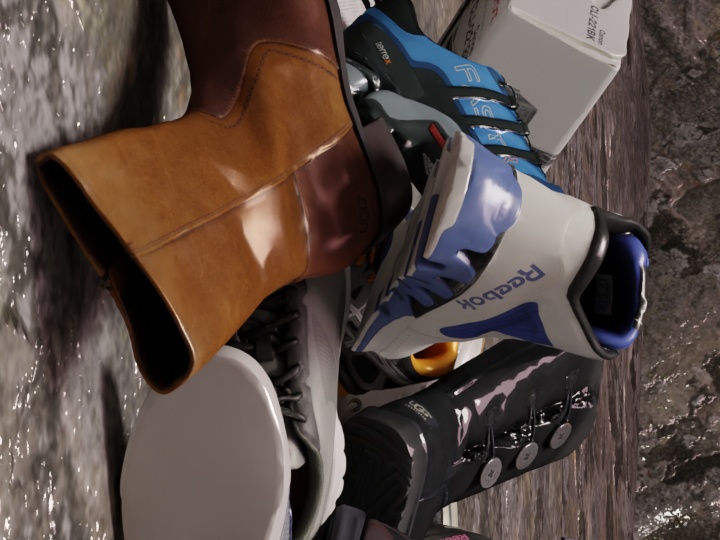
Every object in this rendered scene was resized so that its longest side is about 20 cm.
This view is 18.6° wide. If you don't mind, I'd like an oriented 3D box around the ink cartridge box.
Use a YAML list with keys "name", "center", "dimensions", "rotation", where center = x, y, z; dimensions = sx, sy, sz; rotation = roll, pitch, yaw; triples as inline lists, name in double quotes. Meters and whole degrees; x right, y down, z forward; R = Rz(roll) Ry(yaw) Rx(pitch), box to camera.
- name: "ink cartridge box"
  center: [0.090, -0.116, 1.422]
  dimensions: [0.200, 0.084, 0.144]
  rotation: [-55, -168, 36]

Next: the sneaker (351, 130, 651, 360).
- name: "sneaker"
  center: [0.068, 0.009, 1.015]
  dimensions: [0.199, 0.115, 0.081]
  rotation: [129, -19, -72]

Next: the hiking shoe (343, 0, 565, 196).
- name: "hiking shoe"
  center: [0.065, -0.059, 1.100]
  dimensions: [0.087, 0.200, 0.074]
  rotation: [-55, -169, -29]

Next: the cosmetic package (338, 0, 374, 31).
- name: "cosmetic package"
  center: [-0.008, -0.123, 1.224]
  dimensions: [0.200, 0.051, 0.083]
  rotation: [-33, 103, -76]

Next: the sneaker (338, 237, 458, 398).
- name: "sneaker"
  center: [0.000, 0.000, 1.148]
  dimensions: [0.200, 0.077, 0.078]
  rotation: [66, 27, -57]

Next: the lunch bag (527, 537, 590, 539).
- name: "lunch bag"
  center: [0.114, 0.270, 1.442]
  dimensions: [0.200, 0.167, 0.140]
  rotation: [-93, 169, -65]

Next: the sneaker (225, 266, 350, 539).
- name: "sneaker"
  center: [-0.039, 0.045, 1.023]
  dimensions: [0.079, 0.074, 0.201]
  rotation: [-90, 176, -72]

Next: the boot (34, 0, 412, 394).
- name: "boot"
  center: [-0.077, -0.064, 0.914]
  dimensions: [0.200, 0.068, 0.189]
  rotation: [-33, 102, -55]

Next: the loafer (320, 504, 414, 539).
- name: "loafer"
  center: [-0.004, 0.194, 0.994]
  dimensions: [0.072, 0.063, 0.200]
  rotation: [112, -5, -47]

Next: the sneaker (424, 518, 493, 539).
- name: "sneaker"
  center: [0.026, 0.224, 1.248]
  dimensions: [0.079, 0.095, 0.200]
  rotation: [77, 33, -54]

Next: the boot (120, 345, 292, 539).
- name: "boot"
  center: [-0.063, 0.118, 0.965]
  dimensions: [0.090, 0.073, 0.200]
  rotation: [-71, 166, -72]

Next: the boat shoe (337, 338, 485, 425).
- name: "boat shoe"
  center: [0.005, 0.090, 1.287]
  dimensions: [0.069, 0.071, 0.200]
  rotation: [41, 50, -18]

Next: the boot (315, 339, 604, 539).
- name: "boot"
  center: [0.048, 0.117, 1.209]
  dimensions: [0.200, 0.066, 0.165]
  rotation: [-26, 146, -52]

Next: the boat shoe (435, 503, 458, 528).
- name: "boat shoe"
  center: [0.026, 0.134, 1.371]
  dimensions: [0.075, 0.062, 0.201]
  rotation: [144, -53, -73]
